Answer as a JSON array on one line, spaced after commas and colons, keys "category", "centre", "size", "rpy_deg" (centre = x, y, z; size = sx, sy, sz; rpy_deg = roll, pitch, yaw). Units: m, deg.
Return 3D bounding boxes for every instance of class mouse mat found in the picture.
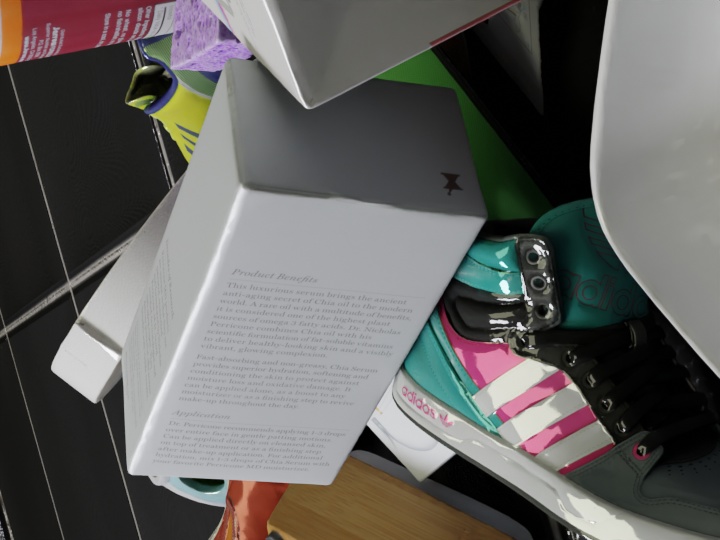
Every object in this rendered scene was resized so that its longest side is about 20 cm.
[{"category": "mouse mat", "centre": [0.028, -0.034, 0.771], "size": [0.161, 0.008, 0.200], "rpy_deg": [52, 156, -4]}]

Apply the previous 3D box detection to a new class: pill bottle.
[{"category": "pill bottle", "centre": [-0.132, -0.185, 0.888], "size": [0.113, 0.199, 0.113], "rpy_deg": [48, 146, 49]}]

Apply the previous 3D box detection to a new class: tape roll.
[{"category": "tape roll", "centre": [-0.119, -0.007, 1.002], "size": [0.037, 0.203, 0.203], "rpy_deg": [36, 155, -3]}]

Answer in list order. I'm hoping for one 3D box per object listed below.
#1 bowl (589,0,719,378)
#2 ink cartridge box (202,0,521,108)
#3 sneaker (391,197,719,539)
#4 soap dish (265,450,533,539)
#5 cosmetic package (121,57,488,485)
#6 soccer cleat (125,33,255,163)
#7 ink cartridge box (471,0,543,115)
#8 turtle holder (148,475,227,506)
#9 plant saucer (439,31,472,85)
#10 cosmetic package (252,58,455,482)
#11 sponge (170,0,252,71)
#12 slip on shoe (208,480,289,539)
[{"category": "bowl", "centre": [0.154, -0.047, 0.457], "size": [0.200, 0.074, 0.201], "rpy_deg": [53, 150, 43]}, {"category": "ink cartridge box", "centre": [-0.013, -0.147, 0.642], "size": [0.200, 0.116, 0.068], "rpy_deg": [51, 166, 57]}, {"category": "sneaker", "centre": [0.102, 0.031, 0.633], "size": [0.200, 0.083, 0.121], "rpy_deg": [26, 116, 37]}, {"category": "soap dish", "centre": [0.027, 0.210, 0.870], "size": [0.157, 0.081, 0.201], "rpy_deg": [20, 126, 44]}, {"category": "cosmetic package", "centre": [-0.033, 0.009, 0.683], "size": [0.200, 0.101, 0.071], "rpy_deg": [118, 150, -46]}, {"category": "soccer cleat", "centre": [-0.114, -0.117, 1.035], "size": [0.200, 0.083, 0.065], "rpy_deg": [107, 140, -68]}, {"category": "ink cartridge box", "centre": [0.050, -0.190, 0.680], "size": [0.163, 0.057, 0.200], "rpy_deg": [58, 173, 36]}, {"category": "turtle holder", "centre": [-0.073, 0.077, 1.011], "size": [0.186, 0.131, 0.141], "rpy_deg": [135, 118, -66]}, {"category": "plant saucer", "centre": [0.002, -0.121, 0.805], "size": [0.200, 0.034, 0.201], "rpy_deg": [53, 157, 34]}, {"category": "cosmetic package", "centre": [0.000, 0.000, 0.799], "size": [0.200, 0.052, 0.151], "rpy_deg": [47, 152, 6]}, {"category": "sponge", "centre": [-0.064, -0.204, 0.793], "size": [0.112, 0.030, 0.201], "rpy_deg": [-177, 90, -73]}, {"category": "slip on shoe", "centre": [-0.054, 0.154, 0.968], "size": [0.061, 0.074, 0.200], "rpy_deg": [-102, 30, -53]}]
